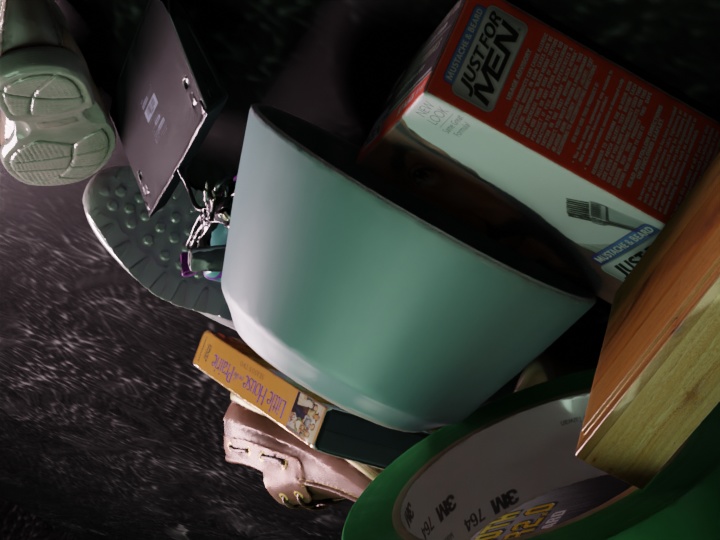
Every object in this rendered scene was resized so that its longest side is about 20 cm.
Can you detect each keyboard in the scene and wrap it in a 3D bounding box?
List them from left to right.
[{"bbox_3d":[-0.100,-0.070,0.913,0.128,0.020,0.200,68,161,7],"label":"keyboard"}]

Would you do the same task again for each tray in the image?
[{"bbox_3d":[0.147,-0.010,0.641,0.037,0.099,0.201,24,137,-2],"label":"tray"}]

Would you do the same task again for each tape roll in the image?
[{"bbox_3d":[0.091,0.108,0.757,0.200,0.200,0.049,-4,113,53],"label":"tape roll"}]

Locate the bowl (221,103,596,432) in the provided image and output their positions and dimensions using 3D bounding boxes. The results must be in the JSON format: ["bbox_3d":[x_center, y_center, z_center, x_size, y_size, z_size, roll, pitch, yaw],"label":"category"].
[{"bbox_3d":[0.009,0.009,0.833,0.200,0.106,0.201,29,-173,-4],"label":"bowl"}]

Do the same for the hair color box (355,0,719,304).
[{"bbox_3d":[0.109,-0.042,0.767,0.199,0.064,0.111,29,161,-8],"label":"hair color box"}]

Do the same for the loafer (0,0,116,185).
[{"bbox_3d":[-0.185,-0.108,0.975,0.071,0.063,0.200,-8,166,-9],"label":"loafer"}]

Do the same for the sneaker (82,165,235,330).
[{"bbox_3d":[-0.109,-0.002,1.123,0.199,0.077,0.080,35,168,-22],"label":"sneaker"}]

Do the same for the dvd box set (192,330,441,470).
[{"bbox_3d":[-0.007,0.090,1.051,0.145,0.030,0.200,18,-177,-28],"label":"dvd box set"}]

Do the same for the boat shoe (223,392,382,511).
[{"bbox_3d":[-0.028,0.132,1.115,0.072,0.068,0.199,17,-176,-40],"label":"boat shoe"}]

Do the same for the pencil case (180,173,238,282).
[{"bbox_3d":[-0.004,0.013,1.001,0.199,0.085,0.092,34,115,-23],"label":"pencil case"}]

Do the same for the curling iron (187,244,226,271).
[{"bbox_3d":[0.000,0.000,0.932,0.198,0.050,0.026,5,-176,-20],"label":"curling iron"}]

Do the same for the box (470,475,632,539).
[{"bbox_3d":[0.076,0.158,0.856,0.157,0.200,0.049,-19,98,34],"label":"box"}]

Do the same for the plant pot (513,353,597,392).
[{"bbox_3d":[0.185,0.163,1.060,0.173,0.202,0.200,8,162,-7],"label":"plant pot"}]
